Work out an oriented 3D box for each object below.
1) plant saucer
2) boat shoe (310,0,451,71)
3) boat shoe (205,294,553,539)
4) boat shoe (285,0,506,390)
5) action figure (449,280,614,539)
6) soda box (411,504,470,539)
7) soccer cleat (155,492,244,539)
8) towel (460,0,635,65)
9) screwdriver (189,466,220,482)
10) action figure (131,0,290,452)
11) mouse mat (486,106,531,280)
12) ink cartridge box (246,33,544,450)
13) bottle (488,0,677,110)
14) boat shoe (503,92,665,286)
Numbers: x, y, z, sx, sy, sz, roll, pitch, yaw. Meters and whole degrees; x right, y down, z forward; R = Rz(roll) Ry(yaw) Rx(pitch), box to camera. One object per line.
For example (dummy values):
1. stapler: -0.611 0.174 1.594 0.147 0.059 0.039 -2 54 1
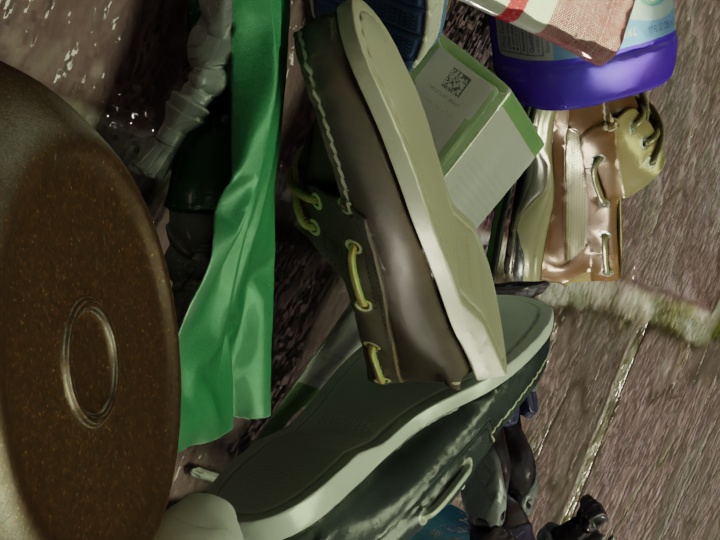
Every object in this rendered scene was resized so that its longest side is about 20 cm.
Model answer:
1. plant saucer: -0.099 0.030 0.850 0.200 0.037 0.201 -4 90 -71
2. boat shoe: 0.022 -0.171 1.054 0.072 0.072 0.200 -58 170 -41
3. boat shoe: 0.013 0.076 1.117 0.200 0.076 0.060 -33 121 -35
4. boat shoe: 0.006 -0.023 1.033 0.200 0.059 0.072 65 16 -49
5. action figure: 0.065 0.106 1.224 0.130 0.069 0.200 -6 92 -65
6. soda box: -0.015 0.142 1.232 0.200 0.068 0.064 1 114 -60
7. soccer cleat: -0.075 0.174 0.963 0.078 0.069 0.200 -67 174 -66
8. towel: 0.034 -0.168 0.909 0.200 0.023 0.144 20 87 -38
9. screwdriver: -0.036 0.107 1.251 0.028 0.029 0.200 -60 162 0
10. action figure: -0.052 -0.042 0.975 0.118 0.055 0.200 -46 143 -81
11. mouse mat: 0.083 -0.090 1.322 0.161 0.008 0.200 -76 178 -61
12. ink cartridge box: 0.000 0.000 1.177 0.200 0.048 0.146 -52 169 1
13. bottle: 0.090 -0.173 1.161 0.084 0.065 0.200 -16 110 -30
14. boat shoe: 0.123 -0.071 1.403 0.200 0.074 0.076 97 4 -45
